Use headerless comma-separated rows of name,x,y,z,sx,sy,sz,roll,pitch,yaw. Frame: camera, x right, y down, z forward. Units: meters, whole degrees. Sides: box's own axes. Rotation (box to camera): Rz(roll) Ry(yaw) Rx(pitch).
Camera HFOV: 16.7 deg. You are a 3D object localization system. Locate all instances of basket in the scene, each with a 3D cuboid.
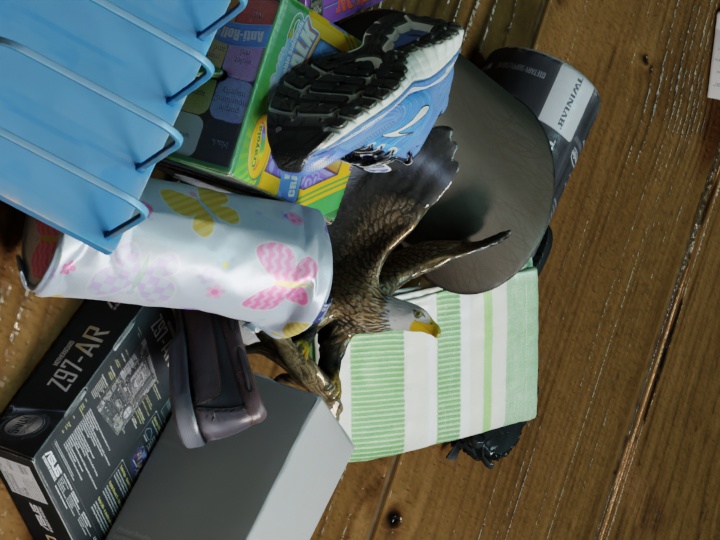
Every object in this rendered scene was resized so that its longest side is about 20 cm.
basket,0.049,-0.101,1.866,0.200,0.135,0.182,40,41,-54

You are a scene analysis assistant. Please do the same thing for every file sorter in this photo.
file sorter,-0.151,-0.136,1.429,0.201,0.138,0.123,-67,-164,-15

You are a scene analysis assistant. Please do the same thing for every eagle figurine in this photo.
eagle figurine,0.007,0.004,1.778,0.201,0.150,0.152,-59,-175,-19

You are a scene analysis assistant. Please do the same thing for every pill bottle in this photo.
pill bottle,0.116,-0.075,2.027,0.201,0.106,0.106,-65,151,-17

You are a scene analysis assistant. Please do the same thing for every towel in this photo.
towel,0.052,0.074,1.969,0.199,0.023,0.154,-13,120,-21

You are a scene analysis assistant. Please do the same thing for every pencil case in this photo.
pencil case,-0.117,-0.012,1.565,0.199,0.084,0.091,11,132,-26

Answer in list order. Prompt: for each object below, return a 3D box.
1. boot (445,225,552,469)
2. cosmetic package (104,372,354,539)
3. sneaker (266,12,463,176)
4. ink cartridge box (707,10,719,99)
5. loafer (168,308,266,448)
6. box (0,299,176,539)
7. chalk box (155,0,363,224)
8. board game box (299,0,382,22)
boot,0.121,0.065,2.145,0.199,0.073,0.163,-58,146,-15
cosmetic package,-0.098,0.172,1.671,0.201,0.106,0.090,-60,148,-22
sneaker,0.008,-0.097,1.591,0.200,0.078,0.090,-35,131,-50
ink cartridge box,0.426,-0.206,2.594,0.200,0.044,0.178,-29,127,-53
loafer,-0.094,0.030,1.655,0.072,0.062,0.201,71,13,-51
box,-0.167,0.124,1.678,0.161,0.043,0.201,-57,147,-30
chalk box,-0.091,-0.121,1.607,0.200,0.124,0.125,26,81,-63
board game box,0.004,-0.256,1.818,0.200,0.032,0.121,-32,135,-52
